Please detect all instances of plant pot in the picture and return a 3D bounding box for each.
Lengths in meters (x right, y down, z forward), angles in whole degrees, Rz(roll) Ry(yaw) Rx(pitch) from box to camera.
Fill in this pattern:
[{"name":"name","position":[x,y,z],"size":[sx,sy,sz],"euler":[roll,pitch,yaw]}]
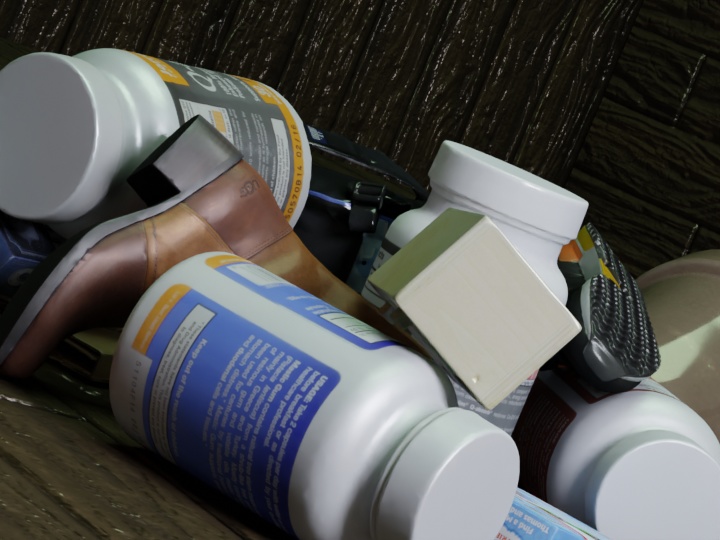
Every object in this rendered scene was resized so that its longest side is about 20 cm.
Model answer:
[{"name":"plant pot","position":[0.214,0.096,1.922],"size":[0.200,0.201,0.174],"euler":[26,24,31]}]

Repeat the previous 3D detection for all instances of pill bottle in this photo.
[{"name":"pill bottle","position":[-0.127,-0.067,1.633],"size":[0.116,0.117,0.200],"euler":[26,10,33]},{"name":"pill bottle","position":[0.054,0.034,1.644],"size":[0.115,0.201,0.116],"euler":[23,6,-2]},{"name":"pill bottle","position":[-0.022,0.077,1.403],"size":[0.199,0.113,0.112],"euler":[28,8,34]},{"name":"pill bottle","position":[0.159,0.121,1.715],"size":[0.112,0.113,0.200],"euler":[22,6,-13]}]

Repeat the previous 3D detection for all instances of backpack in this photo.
[{"name":"backpack","position":[0.000,0.000,1.787],"size":[0.190,0.155,0.200],"euler":[8,15,-36]}]

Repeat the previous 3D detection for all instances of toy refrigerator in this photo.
[{"name":"toy refrigerator","position":[0.054,0.019,1.459],"size":[0.076,0.070,0.200],"euler":[49,-1,-5]}]

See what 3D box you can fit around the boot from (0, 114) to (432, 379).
[{"name":"boot","position":[-0.083,0.047,1.528],"size":[0.200,0.188,0.068],"euler":[48,-28,-10]}]

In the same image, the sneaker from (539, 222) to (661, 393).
[{"name":"sneaker","position":[0.128,0.042,1.722],"size":[0.070,0.090,0.200],"euler":[51,14,-14]}]

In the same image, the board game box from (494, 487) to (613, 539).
[{"name":"board game box","position":[0.089,0.142,1.503],"size":[0.151,0.037,0.200],"euler":[27,0,37]}]

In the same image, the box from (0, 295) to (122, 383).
[{"name":"box","position":[-0.155,0.037,1.696],"size":[0.163,0.021,0.200],"euler":[26,7,33]}]

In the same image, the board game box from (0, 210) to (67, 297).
[{"name":"board game box","position":[-0.177,-0.036,1.686],"size":[0.200,0.035,0.136],"euler":[14,42,-54]}]
